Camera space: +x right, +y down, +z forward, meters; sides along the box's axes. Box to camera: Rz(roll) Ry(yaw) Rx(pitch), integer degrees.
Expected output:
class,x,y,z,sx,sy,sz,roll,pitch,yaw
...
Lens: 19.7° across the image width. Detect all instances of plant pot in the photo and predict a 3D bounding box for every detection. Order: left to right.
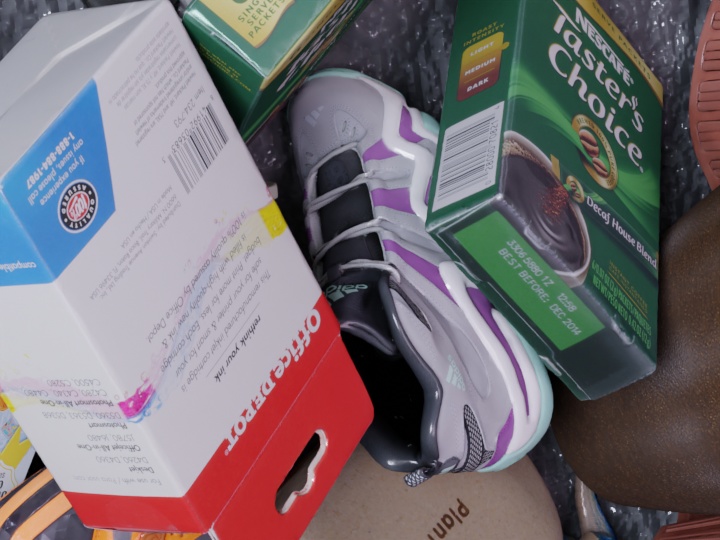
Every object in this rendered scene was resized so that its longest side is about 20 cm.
class,x,y,z,sx,sy,sz,roll,pitch,yaw
plant pot,0.190,0.044,1.003,0.186,0.199,0.189,20,57,-35

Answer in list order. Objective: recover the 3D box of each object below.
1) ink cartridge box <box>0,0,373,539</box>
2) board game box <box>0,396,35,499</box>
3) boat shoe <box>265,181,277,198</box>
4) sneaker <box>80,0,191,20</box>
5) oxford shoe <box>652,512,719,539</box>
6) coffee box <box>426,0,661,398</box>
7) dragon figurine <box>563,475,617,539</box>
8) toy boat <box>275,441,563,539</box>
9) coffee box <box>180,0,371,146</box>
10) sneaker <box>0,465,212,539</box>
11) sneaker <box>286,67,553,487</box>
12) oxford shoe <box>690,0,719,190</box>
class,x,y,z,sx,sy,sz,roll,pitch,yaw
ink cartridge box,-0.079,0.015,0.774,0.116,0.067,0.201,-55,130,-40
board game box,-0.187,0.024,0.754,0.199,0.034,0.136,13,103,-53
boat shoe,-0.120,0.016,0.884,0.198,0.074,0.067,-21,101,-24
sneaker,-0.061,-0.187,0.891,0.200,0.066,0.091,-51,123,-11
oxford shoe,0.205,0.143,1.086,0.200,0.070,0.074,-36,107,-52
coffee box,0.089,-0.055,0.948,0.123,0.044,0.201,47,34,-28
dragon figurine,0.137,0.179,1.082,0.099,0.059,0.202,27,56,-32
toy boat,0.003,0.145,0.969,0.131,0.131,0.200,49,43,-2
coffee box,-0.029,-0.110,0.852,0.044,0.200,0.123,40,76,-1
sneaker,-0.081,0.146,0.860,0.112,0.077,0.201,-44,137,-20
sneaker,0.000,0.000,0.897,0.139,0.078,0.201,-9,66,-57
oxford shoe,0.222,-0.063,1.096,0.074,0.070,0.202,-26,115,-51
